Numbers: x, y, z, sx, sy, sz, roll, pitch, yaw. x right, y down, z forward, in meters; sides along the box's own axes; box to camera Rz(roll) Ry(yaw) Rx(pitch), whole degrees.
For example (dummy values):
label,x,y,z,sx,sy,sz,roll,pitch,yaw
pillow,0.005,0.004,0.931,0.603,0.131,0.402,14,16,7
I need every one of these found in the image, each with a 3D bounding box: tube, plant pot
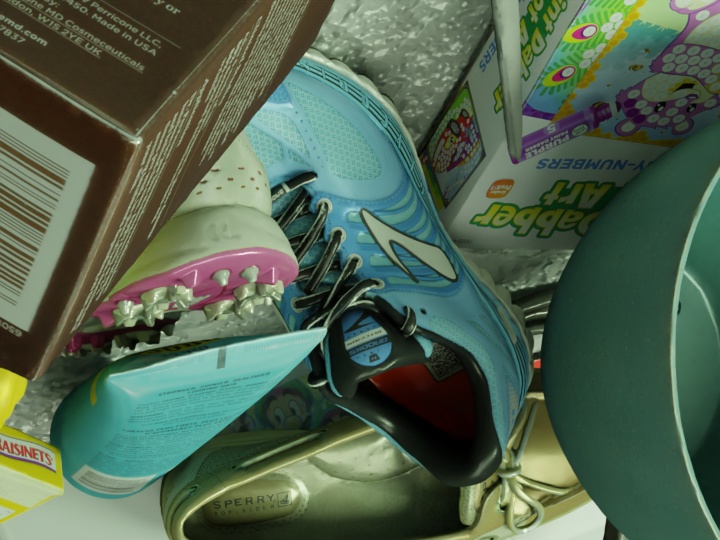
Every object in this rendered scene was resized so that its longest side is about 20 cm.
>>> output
label,x,y,z,sx,sy,sz,roll,pitch,yaw
tube,-0.075,0.050,0.878,0.077,0.050,0.200,-17,174,-20
plant pot,0.147,0.035,0.892,0.200,0.200,0.135,6,174,-34

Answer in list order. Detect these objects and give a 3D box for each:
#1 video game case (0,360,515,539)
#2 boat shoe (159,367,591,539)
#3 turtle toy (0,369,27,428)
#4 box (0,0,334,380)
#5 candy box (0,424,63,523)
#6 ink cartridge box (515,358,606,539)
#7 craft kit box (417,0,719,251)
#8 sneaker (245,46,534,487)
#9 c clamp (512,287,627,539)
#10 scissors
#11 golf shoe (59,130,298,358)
label,x,y,z,sx,sy,sz,roll,pitch,yaw
video game case,-0.033,0.137,1.010,0.200,0.182,0.024,-24,-172,3
boat shoe,0.019,0.085,0.958,0.201,0.073,0.063,-6,-174,-6
turtle toy,-0.171,-0.014,0.775,0.146,0.101,0.200,18,135,-13
box,-0.063,-0.072,0.681,0.075,0.200,0.100,32,131,4
candy box,-0.225,0.101,0.930,0.200,0.026,0.102,-26,144,26
ink cartridge box,0.078,0.118,1.131,0.161,0.050,0.200,-19,147,-5
craft kit box,0.144,-0.086,0.903,0.200,0.049,0.198,0,142,-28
sneaker,0.000,0.000,0.857,0.078,0.090,0.200,-34,114,19
c clamp,0.066,0.098,1.041,0.171,0.027,0.200,9,101,-19
scissors,0.050,-0.117,0.797,0.014,0.073,0.200,10,153,20
golf shoe,-0.093,-0.017,0.829,0.075,0.092,0.200,-4,171,-39
